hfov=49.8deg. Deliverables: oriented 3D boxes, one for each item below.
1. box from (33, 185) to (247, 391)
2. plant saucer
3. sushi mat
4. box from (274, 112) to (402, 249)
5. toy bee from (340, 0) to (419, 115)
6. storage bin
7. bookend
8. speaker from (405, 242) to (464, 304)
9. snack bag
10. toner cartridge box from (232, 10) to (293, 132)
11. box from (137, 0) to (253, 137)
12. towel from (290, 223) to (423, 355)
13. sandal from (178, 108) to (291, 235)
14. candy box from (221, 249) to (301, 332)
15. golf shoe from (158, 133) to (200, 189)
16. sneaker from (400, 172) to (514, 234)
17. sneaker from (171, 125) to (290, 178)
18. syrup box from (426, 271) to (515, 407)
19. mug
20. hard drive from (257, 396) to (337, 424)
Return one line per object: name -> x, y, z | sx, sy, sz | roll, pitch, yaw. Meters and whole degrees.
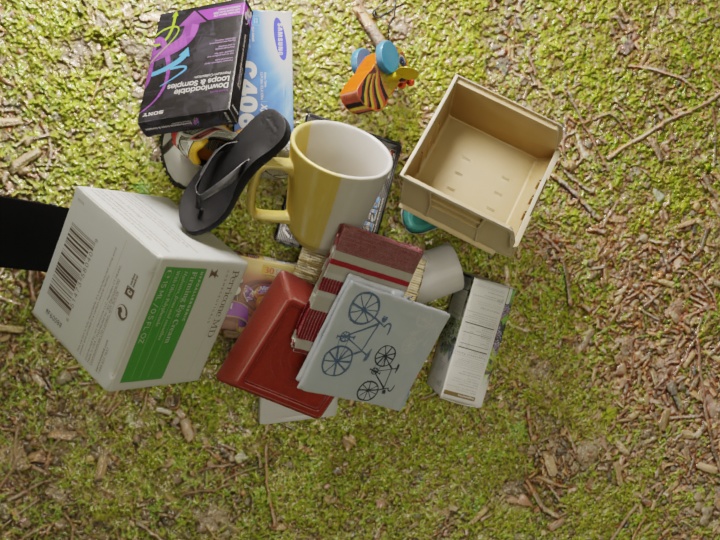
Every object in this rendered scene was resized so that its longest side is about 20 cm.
box -> -0.302, 0.024, 1.065 | 0.198, 0.170, 0.203 | 34, 106, 28
plant saucer -> -0.086, 0.126, 1.171 | 0.197, 0.037, 0.202 | 26, 105, -30
sushi mat -> 0.000, 0.000, 1.191 | 0.195, 0.012, 0.098 | 18, 79, -3
box -> -0.036, -0.124, 1.221 | 0.156, 0.044, 0.205 | 15, 94, -13
toy bee -> 0.045, -0.304, 1.185 | 0.202, 0.130, 0.109 | -54, 128, -11
storage bin -> 0.183, -0.154, 1.171 | 0.195, 0.094, 0.203 | 26, 67, 9
bookend -> -0.499, -0.070, 1.096 | 0.198, 0.195, 0.095 | 10, 98, -57
speaker -> 0.065, 0.024, 1.241 | 0.195, 0.081, 0.083 | -20, 101, -10
snack bag -> 0.024, 0.112, 1.152 | 0.196, 0.021, 0.192 | 17, 109, -30
toner cartridge box -> -0.150, -0.285, 1.178 | 0.092, 0.043, 0.206 | -3, 98, -12
box -> -0.228, -0.285, 1.086 | 0.139, 0.036, 0.205 | -6, 63, 14
towel -> -0.006, 0.041, 1.126 | 0.141, 0.023, 0.204 | 16, 108, -29
sandal -> -0.176, -0.136, 1.027 | 0.076, 0.043, 0.201 | 43, 96, 25
candy box -> -0.198, 0.030, 1.202 | 0.195, 0.056, 0.120 | 12, 97, -14
golf shoe -> -0.236, -0.216, 1.135 | 0.077, 0.093, 0.206 | -1, 103, -54
sneaker -> 0.155, -0.117, 1.244 | 0.196, 0.080, 0.079 | -23, 101, -7
sneaker -> -0.171, -0.162, 1.117 | 0.196, 0.083, 0.079 | 4, 122, -34
syrup box -> 0.180, 0.112, 1.278 | 0.079, 0.079, 0.205 | 14, 94, -13
mug -> -0.060, -0.116, 1.120 | 0.182, 0.151, 0.156 | 19, 126, 0
hard drive -> -0.094, 0.144, 1.214 | 0.128, 0.025, 0.205 | -4, 117, -18
